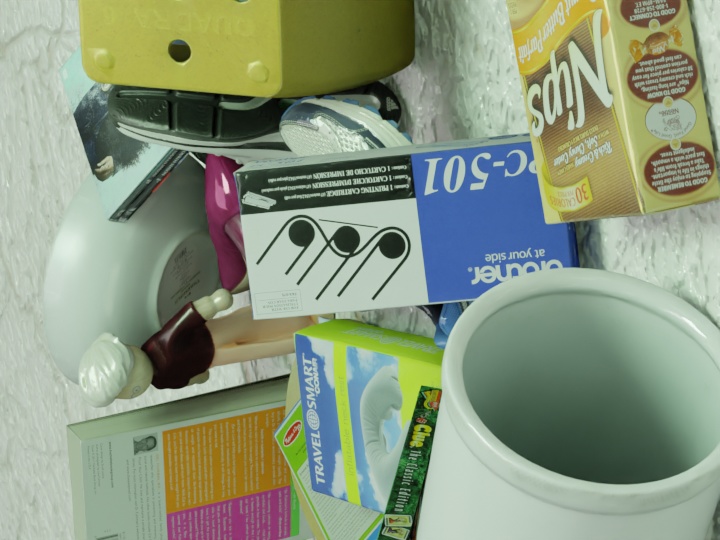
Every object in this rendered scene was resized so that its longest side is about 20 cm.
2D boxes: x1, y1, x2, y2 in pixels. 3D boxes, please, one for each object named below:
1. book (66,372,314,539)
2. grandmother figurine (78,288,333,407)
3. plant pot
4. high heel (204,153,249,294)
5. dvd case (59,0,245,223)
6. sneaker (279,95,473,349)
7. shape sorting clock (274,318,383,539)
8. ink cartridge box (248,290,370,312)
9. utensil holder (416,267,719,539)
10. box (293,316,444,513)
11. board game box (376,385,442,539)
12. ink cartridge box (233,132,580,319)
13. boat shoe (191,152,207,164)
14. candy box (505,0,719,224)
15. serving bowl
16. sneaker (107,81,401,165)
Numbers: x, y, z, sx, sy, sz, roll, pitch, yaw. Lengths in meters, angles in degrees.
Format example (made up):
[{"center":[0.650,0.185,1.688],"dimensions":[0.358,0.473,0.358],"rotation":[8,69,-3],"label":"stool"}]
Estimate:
[{"center":[-0.123,0.165,1.946],"dimensions":[0.048,0.199,0.134],"rotation":[36,132,57],"label":"book"},{"center":[-0.118,0.056,1.882],"dimensions":[0.061,0.200,0.121],"rotation":[54,148,34],"label":"grandmother figurine"},{"center":[-0.085,-0.206,1.609],"dimensions":[0.176,0.199,0.201],"rotation":[-50,-37,-62],"label":"plant pot"},{"center":[-0.087,-0.039,1.901],"dimensions":[0.096,0.067,0.200],"rotation":[66,169,4],"label":"high heel"},{"center":[-0.143,-0.150,1.825],"dimensions":[0.200,0.022,0.146],"rotation":[-43,54,35],"label":"dvd case"},{"center":[0.015,-0.030,1.591],"dimensions":[0.200,0.085,0.077],"rotation":[42,157,15],"label":"sneaker"},{"center":[0.001,0.134,1.848],"dimensions":[0.200,0.039,0.201],"rotation":[25,122,50],"label":"shape sorting clock"},{"center":[0.000,0.000,1.721],"dimensions":[0.200,0.094,0.037],"rotation":[-178,78,-66],"label":"ink cartridge box"},{"center":[0.115,0.128,1.425],"dimensions":[0.200,0.169,0.170],"rotation":[100,149,-43],"label":"utensil holder"},{"center":[0.022,0.104,1.732],"dimensions":[0.200,0.048,0.122],"rotation":[10,110,52],"label":"box"},{"center":[0.028,0.164,1.570],"dimensions":[0.200,0.023,0.105],"rotation":[-70,-10,-62],"label":"board game box"},{"center":[0.029,-0.028,1.528],"dimensions":[0.044,0.199,0.094],"rotation":[-46,-50,-75],"label":"ink cartridge box"},{"center":[-0.095,-0.109,1.903],"dimensions":[0.200,0.062,0.073],"rotation":[22,89,58],"label":"boat shoe"},{"center":[0.133,-0.130,1.405],"dimensions":[0.115,0.055,0.201],"rotation":[176,84,-67],"label":"candy box"},{"center":[-0.158,0.002,1.936],"dimensions":[0.066,0.200,0.201],"rotation":[16,120,28],"label":"serving bowl"},{"center":[-0.076,-0.078,1.747],"dimensions":[0.116,0.200,0.076],"rotation":[98,175,-48],"label":"sneaker"}]
